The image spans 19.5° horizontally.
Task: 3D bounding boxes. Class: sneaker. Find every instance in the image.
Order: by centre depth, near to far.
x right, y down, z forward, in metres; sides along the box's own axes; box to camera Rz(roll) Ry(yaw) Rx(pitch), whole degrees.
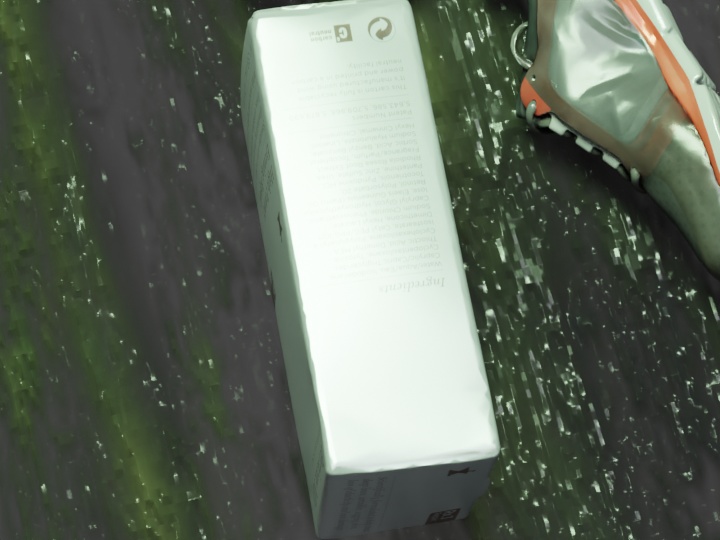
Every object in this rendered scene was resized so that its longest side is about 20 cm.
[{"bbox_3d":[0.115,-0.072,0.933,0.082,0.077,0.200,-29,71,13],"label":"sneaker"}]

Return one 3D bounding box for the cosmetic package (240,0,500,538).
[{"bbox_3d":[0.000,0.000,0.867,0.074,0.102,0.200,-7,68,-7],"label":"cosmetic package"}]
